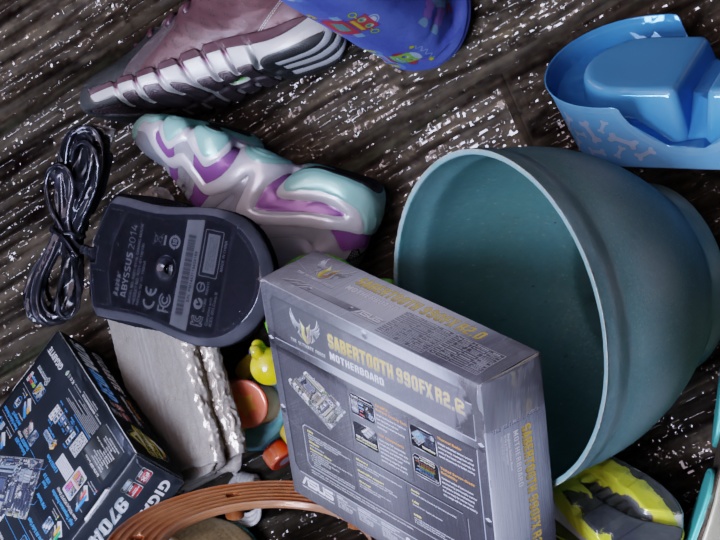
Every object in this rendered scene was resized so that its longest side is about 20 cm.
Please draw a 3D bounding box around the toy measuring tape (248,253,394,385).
[{"bbox_3d":[0.000,0.000,1.269,0.200,0.074,0.074,-41,69,12],"label":"toy measuring tape"}]

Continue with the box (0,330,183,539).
[{"bbox_3d":[-0.213,0.151,1.366,0.159,0.046,0.200,-53,33,4],"label":"box"}]

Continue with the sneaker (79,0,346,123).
[{"bbox_3d":[-0.108,-0.177,1.383,0.200,0.076,0.116,-14,76,18],"label":"sneaker"}]

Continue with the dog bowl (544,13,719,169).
[{"bbox_3d":[0.209,-0.104,1.173,0.200,0.112,0.050,3,127,30],"label":"dog bowl"}]

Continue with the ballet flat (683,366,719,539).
[{"bbox_3d":[0.231,0.117,1.178,0.069,0.069,0.200,13,94,30],"label":"ballet flat"}]

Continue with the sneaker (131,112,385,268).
[{"bbox_3d":[-0.089,-0.022,1.355,0.200,0.078,0.140,22,98,29],"label":"sneaker"}]

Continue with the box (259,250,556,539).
[{"bbox_3d":[0.028,0.092,1.171,0.200,0.048,0.159,23,130,46],"label":"box"}]

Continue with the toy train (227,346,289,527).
[{"bbox_3d":[-0.021,0.117,1.324,0.200,0.056,0.151,-4,86,29],"label":"toy train"}]

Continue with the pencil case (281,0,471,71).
[{"bbox_3d":[-0.007,-0.192,1.247,0.078,0.200,0.087,-8,72,31],"label":"pencil case"}]

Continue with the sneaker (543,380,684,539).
[{"bbox_3d":[0.117,0.138,1.232,0.200,0.074,0.085,44,147,41],"label":"sneaker"}]

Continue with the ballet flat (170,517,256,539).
[{"bbox_3d":[-0.169,0.205,1.393,0.200,0.072,0.068,2,101,29],"label":"ballet flat"}]

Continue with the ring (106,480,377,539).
[{"bbox_3d":[-0.058,0.176,1.216,0.200,0.200,0.019,8,109,30],"label":"ring"}]

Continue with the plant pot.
[{"bbox_3d":[0.130,0.016,1.175,0.200,0.134,0.201,26,123,51],"label":"plant pot"}]

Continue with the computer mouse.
[{"bbox_3d":[-0.123,-0.009,1.283,0.200,0.053,0.139,18,95,33],"label":"computer mouse"}]

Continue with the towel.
[{"bbox_3d":[-0.132,0.051,1.363,0.133,0.034,0.200,-30,74,61],"label":"towel"}]
